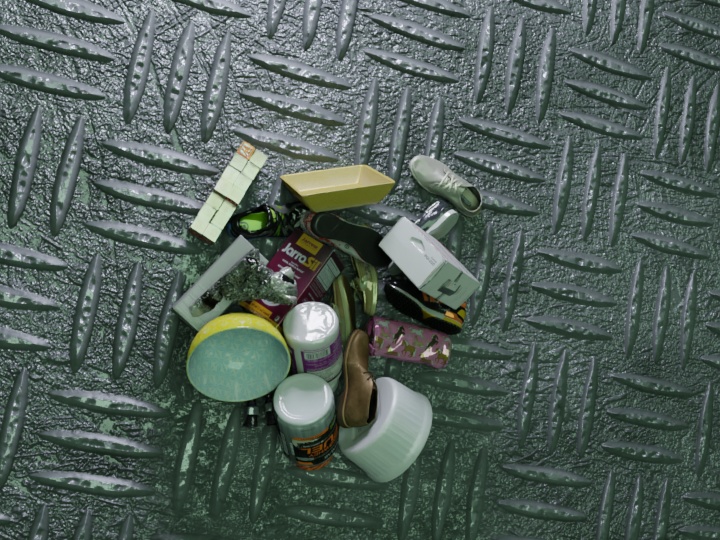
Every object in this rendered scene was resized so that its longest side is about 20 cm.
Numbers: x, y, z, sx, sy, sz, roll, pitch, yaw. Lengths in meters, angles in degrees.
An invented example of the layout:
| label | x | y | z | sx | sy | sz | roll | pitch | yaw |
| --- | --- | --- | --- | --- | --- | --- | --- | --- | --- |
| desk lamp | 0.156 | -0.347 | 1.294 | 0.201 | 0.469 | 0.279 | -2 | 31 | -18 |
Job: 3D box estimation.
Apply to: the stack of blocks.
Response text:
| label | x | y | z | sx | sy | sz | roll | pitch | yaw |
| --- | --- | --- | --- | --- | --- | --- | --- | --- | --- |
| stack of blocks | -0.271 | -0.154 | 1.571 | 0.058 | 0.115 | 0.201 | 32 | 79 | -11 |

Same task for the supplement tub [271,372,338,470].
| label | x | y | z | sx | sy | sz | roll | pitch | yaw |
| --- | --- | --- | --- | --- | --- | --- | --- | --- | --- |
| supplement tub | -0.106 | 0.307 | 1.540 | 0.121 | 0.201 | 0.123 | -2 | 49 | 2 |

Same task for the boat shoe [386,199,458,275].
| label | x | y | z | sx | sy | sz | roll | pitch | yaw |
| --- | --- | --- | --- | --- | --- | --- | --- | --- | --- |
| boat shoe | 0.126 | -0.073 | 1.711 | 0.199 | 0.076 | 0.060 | -40 | 59 | -6 |

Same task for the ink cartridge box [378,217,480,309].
| label | x | y | z | sx | sy | sz | roll | pitch | yaw |
| --- | --- | --- | --- | --- | --- | --- | --- | --- | --- |
| ink cartridge box | 0.145 | -0.012 | 1.602 | 0.085 | 0.200 | 0.146 | -46 | 60 | 8 |

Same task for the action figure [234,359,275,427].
| label | x | y | z | sx | sy | sz | roll | pitch | yaw |
| --- | --- | --- | --- | --- | --- | --- | --- | --- | --- |
| action figure | -0.210 | 0.218 | 1.593 | 0.128 | 0.069 | 0.203 | -1 | 83 | -9 |

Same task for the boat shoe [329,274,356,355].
| label | x | y | z | sx | sy | sz | roll | pitch | yaw |
| --- | --- | --- | --- | --- | --- | --- | --- | --- | --- |
| boat shoe | -0.043 | 0.108 | 1.622 | 0.062 | 0.073 | 0.203 | -4 | 114 | 9 |

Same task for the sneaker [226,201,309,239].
| label | x | y | z | sx | sy | sz | roll | pitch | yaw |
| --- | --- | --- | --- | --- | --- | --- | --- | --- | --- |
| sneaker | -0.177 | -0.103 | 1.611 | 0.197 | 0.083 | 0.072 | -11 | 89 | -18 |

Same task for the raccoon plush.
| label | x | y | z | sx | sy | sz | roll | pitch | yaw |
| --- | --- | --- | --- | --- | --- | --- | --- | --- | --- |
| raccoon plush | -0.213 | 0.053 | 1.492 | 0.200 | 0.097 | 0.134 | -39 | 99 | 14 |

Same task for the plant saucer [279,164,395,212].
| label | x | y | z | sx | sy | sz | roll | pitch | yaw |
| --- | --- | --- | --- | --- | --- | --- | --- | --- | --- |
| plant saucer | -0.050 | -0.168 | 1.606 | 0.198 | 0.200 | 0.049 | -9 | 110 | -16 |

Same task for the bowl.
| label | x | y | z | sx | sy | sz | roll | pitch | yaw |
| --- | --- | --- | --- | --- | --- | --- | --- | --- | --- |
| bowl | -0.238 | 0.147 | 1.497 | 0.198 | 0.108 | 0.202 | -7 | 131 | -9 |

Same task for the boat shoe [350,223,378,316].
| label | x | y | z | sx | sy | sz | roll | pitch | yaw |
| --- | --- | --- | --- | --- | --- | --- | --- | --- | --- |
| boat shoe | 0.000 | 0.000 | 1.668 | 0.062 | 0.073 | 0.203 | -5 | 77 | -9 |

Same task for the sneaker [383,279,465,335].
| label | x | y | z | sx | sy | sz | roll | pitch | yaw |
| --- | --- | --- | --- | --- | --- | --- | --- | --- | --- |
| sneaker | 0.145 | 0.061 | 1.711 | 0.199 | 0.070 | 0.091 | 30 | 59 | -10 |

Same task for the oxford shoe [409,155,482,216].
| label | x | y | z | sx | sy | sz | roll | pitch | yaw |
| --- | --- | --- | --- | --- | --- | --- | --- | --- | --- |
| oxford shoe | 0.198 | -0.194 | 1.740 | 0.199 | 0.058 | 0.076 | 36 | 80 | -9 |

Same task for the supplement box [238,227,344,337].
| label | x | y | z | sx | sy | sz | roll | pitch | yaw |
| --- | --- | --- | --- | --- | --- | --- | --- | --- | --- |
| supplement box | -0.140 | 0.030 | 1.589 | 0.110 | 0.086 | 0.201 | 30 | 76 | 26 |

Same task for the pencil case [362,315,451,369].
| label | x | y | z | sx | sy | sz | roll | pitch | yaw |
| --- | --- | --- | --- | --- | --- | --- | --- | --- | --- |
| pencil case | 0.101 | 0.157 | 1.665 | 0.198 | 0.083 | 0.087 | 13 | 101 | -24 |

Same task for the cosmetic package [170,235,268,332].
| label | x | y | z | sx | sy | sz | roll | pitch | yaw |
| --- | --- | --- | --- | --- | --- | --- | --- | --- | --- |
| cosmetic package | -0.283 | 0.030 | 1.561 | 0.090 | 0.107 | 0.201 | 41 | 75 | -9 |

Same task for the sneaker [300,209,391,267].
| label | x | y | z | sx | sy | sz | roll | pitch | yaw |
| --- | --- | --- | --- | --- | --- | --- | --- | --- | --- |
| sneaker | -0.032 | -0.071 | 1.615 | 0.200 | 0.108 | 0.068 | 25 | 88 | -28 |

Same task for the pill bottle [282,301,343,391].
| label | x | y | z | sx | sy | sz | roll | pitch | yaw |
| --- | --- | --- | --- | --- | --- | --- | --- | --- | --- |
| pill bottle | -0.091 | 0.166 | 1.559 | 0.111 | 0.201 | 0.113 | -2 | 47 | 2 |

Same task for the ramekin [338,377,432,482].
| label | x | y | z | sx | sy | sz | roll | pitch | yaw |
| --- | --- | --- | --- | --- | --- | --- | --- | --- | --- |
| ramekin | 0.044 | 0.317 | 1.580 | 0.097 | 0.200 | 0.202 | 37 | 77 | -23 |

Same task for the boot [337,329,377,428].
| label | x | y | z | sx | sy | sz | roll | pitch | yaw |
| --- | --- | --- | --- | --- | --- | --- | --- | --- | --- |
| boot | 0.007 | 0.216 | 1.560 | 0.073 | 0.075 | 0.202 | 29 | 59 | -47 |
